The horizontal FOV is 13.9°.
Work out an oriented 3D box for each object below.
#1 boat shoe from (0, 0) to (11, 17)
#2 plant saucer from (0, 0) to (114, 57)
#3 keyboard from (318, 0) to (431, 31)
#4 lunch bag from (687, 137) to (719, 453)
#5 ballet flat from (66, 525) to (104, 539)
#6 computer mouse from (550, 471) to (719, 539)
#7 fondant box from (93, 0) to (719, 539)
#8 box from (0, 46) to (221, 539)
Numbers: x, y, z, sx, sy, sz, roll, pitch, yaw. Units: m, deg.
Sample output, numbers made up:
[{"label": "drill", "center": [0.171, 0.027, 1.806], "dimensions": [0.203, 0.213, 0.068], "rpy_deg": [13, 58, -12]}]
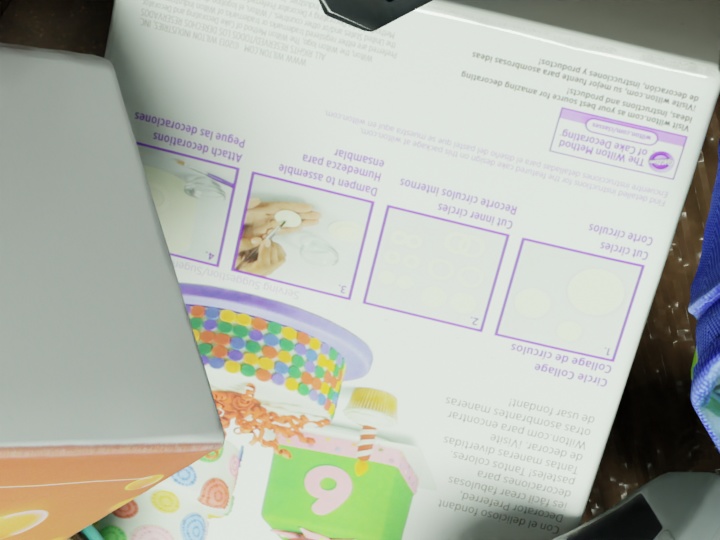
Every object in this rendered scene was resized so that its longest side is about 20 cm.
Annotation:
[{"label": "boat shoe", "center": [-0.117, -0.064, 0.715], "dimensions": [0.072, 0.073, 0.200], "rpy_deg": [23, 133, -33]}, {"label": "plant saucer", "center": [-0.063, -0.023, 0.809], "dimensions": [0.199, 0.035, 0.201], "rpy_deg": [4, 125, 6]}, {"label": "keyboard", "center": [0.001, -0.162, 0.653], "dimensions": [0.104, 0.040, 0.201], "rpy_deg": [-31, 105, -22]}, {"label": "lunch bag", "center": [0.162, 0.027, 0.721], "dimensions": [0.200, 0.170, 0.127], "rpy_deg": [37, 124, -16]}, {"label": "ballet flat", "center": [-0.145, 0.063, 0.800], "dimensions": [0.200, 0.065, 0.071], "rpy_deg": [25, 134, 43]}, {"label": "computer mouse", "center": [0.078, 0.095, 0.782], "dimensions": [0.044, 0.200, 0.110], "rpy_deg": [36, 133, 28]}, {"label": "fondant box", "center": [0.000, 0.000, 0.760], "dimensions": [0.144, 0.058, 0.201], "rpy_deg": [14, 125, -1]}, {"label": "box", "center": [-0.150, 0.035, 0.666], "dimensions": [0.200, 0.098, 0.124], "rpy_deg": [-33, 158, 37]}]
